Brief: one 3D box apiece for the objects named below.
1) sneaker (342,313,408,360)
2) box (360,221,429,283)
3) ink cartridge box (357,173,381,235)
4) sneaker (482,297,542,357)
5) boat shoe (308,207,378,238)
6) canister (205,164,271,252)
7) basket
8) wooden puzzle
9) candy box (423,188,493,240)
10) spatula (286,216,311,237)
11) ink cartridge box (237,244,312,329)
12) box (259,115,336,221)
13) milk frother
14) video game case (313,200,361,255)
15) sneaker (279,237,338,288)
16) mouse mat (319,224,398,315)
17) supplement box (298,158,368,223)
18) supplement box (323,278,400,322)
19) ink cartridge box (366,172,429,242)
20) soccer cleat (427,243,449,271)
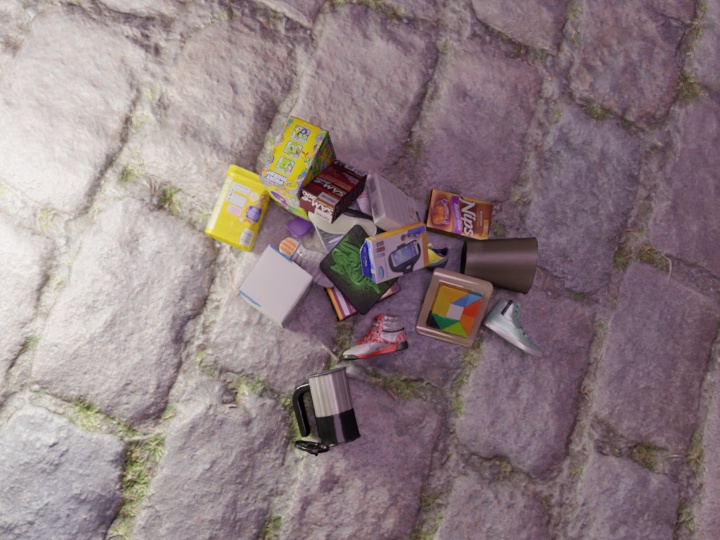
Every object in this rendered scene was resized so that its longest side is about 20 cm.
[{"bbox_3d":[0.035,0.187,1.543,0.194,0.067,0.112,-10,82,-12],"label":"sneaker"},{"bbox_3d":[0.093,-0.046,1.468,0.195,0.041,0.123,-20,114,-23],"label":"box"},{"bbox_3d":[-0.006,-0.167,1.585,0.112,0.067,0.207,-8,83,-7],"label":"ink cartridge box"},{"bbox_3d":[0.470,0.163,1.591,0.197,0.074,0.120,34,86,1],"label":"sneaker"},{"bbox_3d":[-0.045,-0.142,1.491,0.193,0.061,0.076,12,119,4],"label":"boat shoe"},{"bbox_3d":[-0.339,-0.173,1.537,0.144,0.087,0.206,21,82,-3],"label":"canister"},{"bbox_3d":[0.395,-0.023,1.577,0.193,0.184,0.138,6,43,1],"label":"basket"},{"bbox_3d":[0.269,0.111,1.559,0.179,0.037,0.206,15,108,-4],"label":"wooden puzzle"},{"bbox_3d":[0.292,-0.160,1.627,0.193,0.056,0.121,13,80,-6],"label":"candy box"},{"bbox_3d":[-0.131,-0.176,1.594,0.057,0.021,0.200,44,79,5],"label":"spatula"},{"bbox_3d":[-0.225,0.050,1.462,0.145,0.200,0.147,35,77,0],"label":"ink cartridge box"},{"bbox_3d":[-0.163,-0.276,1.502,0.119,0.200,0.197,23,78,11],"label":"box"},{"bbox_3d":[-0.099,0.371,1.434,0.174,0.200,0.195,-13,83,-4],"label":"milk frother"},{"bbox_3d":[-0.041,-0.094,1.520,0.139,0.019,0.205,-23,81,-8],"label":"video game case"},{"bbox_3d":[-0.136,-0.011,1.521,0.198,0.113,0.078,38,77,17],"label":"sneaker"},{"bbox_3d":[0.000,0.000,1.471,0.161,0.008,0.201,-46,109,-10],"label":"mouse mat"},{"bbox_3d":[-0.070,-0.218,1.462,0.106,0.062,0.201,26,43,12],"label":"supplement box"},{"bbox_3d":[0.003,0.053,1.546,0.195,0.086,0.113,-25,85,-9],"label":"supplement box"},{"bbox_3d":[0.106,-0.166,1.547,0.198,0.050,0.165,29,39,-41],"label":"ink cartridge box"},{"bbox_3d":[0.167,-0.049,1.564,0.194,0.066,0.085,6,125,-22],"label":"soccer cleat"}]
